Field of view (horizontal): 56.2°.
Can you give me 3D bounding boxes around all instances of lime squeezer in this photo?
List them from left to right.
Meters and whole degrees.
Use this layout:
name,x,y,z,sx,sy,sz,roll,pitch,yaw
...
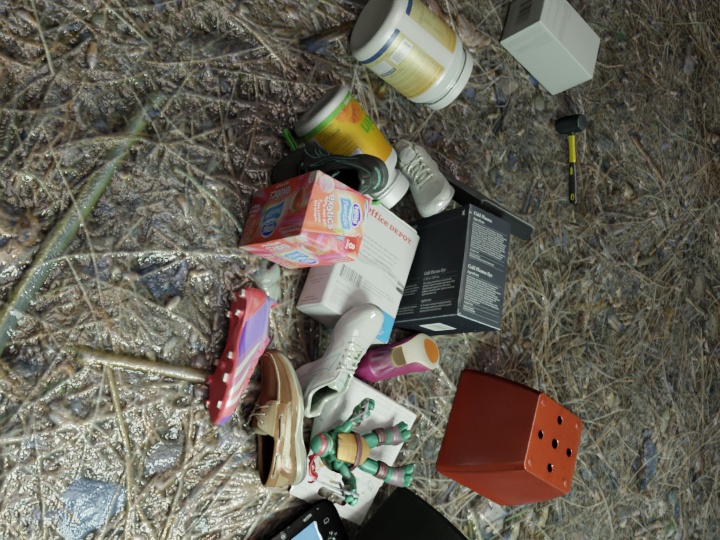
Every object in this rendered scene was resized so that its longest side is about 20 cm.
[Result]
name,x,y,z,sx,sy,sz,roll,pitch,yaw
lime squeezer,-0.055,-0.144,1.092,0.199,0.071,0.038,39,28,12

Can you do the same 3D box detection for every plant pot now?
name,x,y,z,sx,sy,sz,roll,pitch,yaw
plant pot,0.095,0.491,1.030,0.199,0.175,0.203,-38,117,-35
plant pot,0.287,0.311,1.231,0.198,0.175,0.203,34,64,-29

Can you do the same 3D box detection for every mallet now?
name,x,y,z,sx,sy,sz,roll,pitch,yaw
mallet,0.496,-0.258,1.551,0.040,0.065,0.205,-5,86,-38

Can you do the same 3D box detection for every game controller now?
name,x,y,z,sx,sy,sz,roll,pitch,yaw
game controller,-0.101,0.429,0.994,0.198,0.042,0.107,-28,106,-38

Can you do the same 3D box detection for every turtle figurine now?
name,x,y,z,sx,sy,sz,roll,pitch,yaw
turtle figurine,-0.006,0.268,1.013,0.197,0.100,0.153,19,74,-40

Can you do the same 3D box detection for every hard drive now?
name,x,y,z,sx,sy,sz,roll,pitch,yaw
hard drive,0.211,-0.127,1.238,0.138,0.200,0.033,22,104,-33

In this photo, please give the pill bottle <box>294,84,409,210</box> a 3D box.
name,x,y,z,sx,sy,sz,roll,pitch,yaw
pill bottle,-0.008,-0.195,1.122,0.200,0.110,0.112,48,58,-21

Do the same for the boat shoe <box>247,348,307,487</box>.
name,x,y,z,sx,sy,sz,roll,pitch,yaw
boat shoe,-0.127,0.219,0.991,0.071,0.075,0.205,-5,85,-35

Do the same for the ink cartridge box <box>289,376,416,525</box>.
name,x,y,z,sx,sy,sz,roll,pitch,yaw
ink cartridge box,-0.017,0.287,1.094,0.160,0.050,0.203,33,82,-29

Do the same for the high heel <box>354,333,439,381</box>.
name,x,y,z,sx,sy,sz,roll,pitch,yaw
high heel,0.065,0.158,1.177,0.199,0.095,0.069,-9,78,-59

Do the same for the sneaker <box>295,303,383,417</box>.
name,x,y,z,sx,sy,sz,roll,pitch,yaw
sneaker,-0.028,0.141,1.021,0.070,0.080,0.201,38,94,-31

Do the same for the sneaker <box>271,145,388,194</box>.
name,x,y,z,sx,sy,sz,roll,pitch,yaw
sneaker,-0.058,-0.147,1.025,0.079,0.196,0.077,-37,124,-58

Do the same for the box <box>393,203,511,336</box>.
name,x,y,z,sx,sy,sz,roll,pitch,yaw
box,0.147,0.007,1.154,0.103,0.198,0.187,18,73,-32

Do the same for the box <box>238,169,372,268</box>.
name,x,y,z,sx,sy,sz,roll,pitch,yaw
box,-0.085,-0.067,0.985,0.101,0.198,0.097,23,74,-32

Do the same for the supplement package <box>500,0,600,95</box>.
name,x,y,z,sx,sy,sz,roll,pitch,yaw
supplement package,0.425,-0.512,1.504,0.198,0.116,0.119,32,64,-29

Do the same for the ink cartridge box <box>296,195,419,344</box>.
name,x,y,z,sx,sy,sz,roll,pitch,yaw
ink cartridge box,0.000,0.000,1.114,0.145,0.085,0.204,33,63,-30

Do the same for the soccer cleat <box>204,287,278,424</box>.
name,x,y,z,sx,sy,sz,roll,pitch,yaw
soccer cleat,-0.169,0.124,0.979,0.076,0.066,0.205,23,67,-34

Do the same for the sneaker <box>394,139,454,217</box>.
name,x,y,z,sx,sy,sz,roll,pitch,yaw
sneaker,0.100,-0.163,1.177,0.099,0.075,0.201,42,15,-30

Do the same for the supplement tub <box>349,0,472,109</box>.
name,x,y,z,sx,sy,sz,roll,pitch,yaw
supplement tub,0.094,-0.396,1.212,0.198,0.143,0.147,29,66,-31
